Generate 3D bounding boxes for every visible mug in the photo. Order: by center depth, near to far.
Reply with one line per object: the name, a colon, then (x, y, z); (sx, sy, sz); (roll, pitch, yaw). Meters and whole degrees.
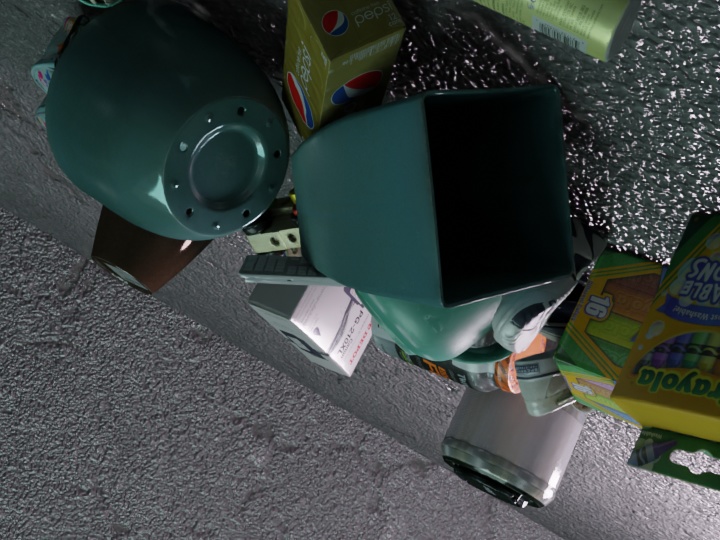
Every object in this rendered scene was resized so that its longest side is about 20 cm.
mug: (0.073, 0.025, 0.945); (0.186, 0.114, 0.152); (50, -176, 9)

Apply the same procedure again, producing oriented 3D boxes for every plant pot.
plant pot: (0.040, -0.056, 0.745); (0.140, 0.144, 0.199); (-11, -173, -37)
plant pot: (-0.156, -0.119, 0.854); (0.161, 0.201, 0.201); (37, 174, 43)
plant pot: (-0.261, -0.078, 1.259); (0.185, 0.202, 0.187); (26, 165, 8)

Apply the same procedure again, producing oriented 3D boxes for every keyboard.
keyboard: (0.000, 0.000, 0.797); (0.196, 0.011, 0.056); (3, -158, 0)

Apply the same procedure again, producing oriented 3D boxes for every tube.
tube: (0.072, -0.191, 0.577); (0.198, 0.059, 0.052); (29, -152, 16)

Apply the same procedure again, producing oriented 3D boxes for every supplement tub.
supplement tub: (0.121, 0.073, 1.186); (0.198, 0.124, 0.123); (19, 162, 35)

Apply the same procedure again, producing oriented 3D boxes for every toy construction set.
toy construction set: (-0.039, -0.061, 0.921); (0.199, 0.132, 0.092); (-23, 114, 43)

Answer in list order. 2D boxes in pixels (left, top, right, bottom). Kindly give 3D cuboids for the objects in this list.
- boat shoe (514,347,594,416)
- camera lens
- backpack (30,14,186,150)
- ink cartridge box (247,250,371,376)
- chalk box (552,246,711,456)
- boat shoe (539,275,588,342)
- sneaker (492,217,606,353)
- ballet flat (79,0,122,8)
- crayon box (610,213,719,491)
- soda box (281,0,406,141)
boat shoe: (0.239, 0.115, 1.024); (0.070, 0.071, 0.198); (-11, 177, 44)
camera lens: (0.207, 0.194, 1.253); (0.158, 0.202, 0.160); (25, 167, 6)
backpack: (-0.258, -0.185, 1.031); (0.199, 0.152, 0.177); (21, 165, 44)
ink cartridge box: (-0.051, 0.039, 1.349); (0.084, 0.146, 0.200); (19, 162, 33)
chalk box: (0.300, 0.083, 0.884); (0.198, 0.126, 0.124); (19, 162, 31)
boat shoe: (0.157, 0.010, 1.037); (0.197, 0.075, 0.093); (17, 156, 15)
sneaker: (0.128, -0.017, 0.831); (0.129, 0.199, 0.080); (39, 132, 11)
ballet flat: (-0.199, -0.259, 0.807); (0.067, 0.071, 0.199); (37, 163, -27)
crayon box: (0.267, 0.054, 0.698); (0.051, 0.202, 0.125); (37, 163, -29)
soda box: (-0.019, -0.161, 0.756); (0.068, 0.063, 0.200); (62, 168, 9)
